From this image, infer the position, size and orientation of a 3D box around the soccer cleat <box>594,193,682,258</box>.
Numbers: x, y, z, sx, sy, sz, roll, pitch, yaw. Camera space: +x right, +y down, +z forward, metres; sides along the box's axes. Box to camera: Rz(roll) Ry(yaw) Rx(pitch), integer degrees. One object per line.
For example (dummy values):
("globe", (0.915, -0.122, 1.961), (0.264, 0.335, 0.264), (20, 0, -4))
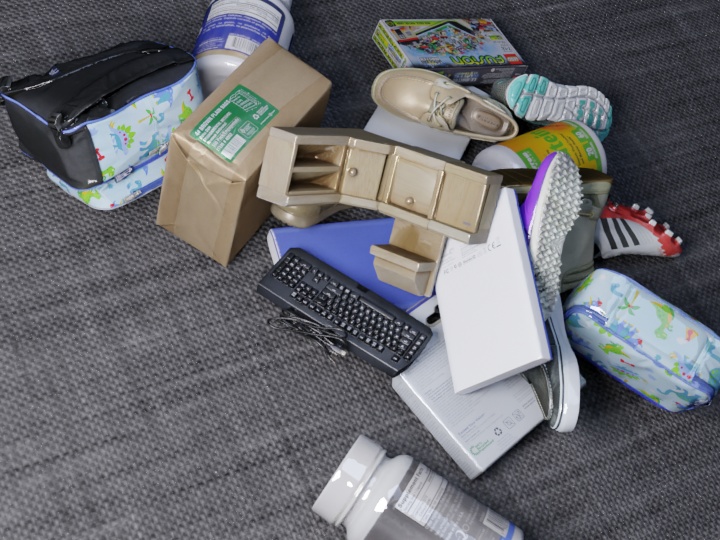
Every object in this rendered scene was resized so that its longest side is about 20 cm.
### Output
("soccer cleat", (0.345, -0.047, 1.519), (0.200, 0.085, 0.069), (19, 28, -34))

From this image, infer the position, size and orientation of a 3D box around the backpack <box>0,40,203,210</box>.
("backpack", (-0.283, -0.175, 1.324), (0.200, 0.147, 0.183), (-34, 43, -28))

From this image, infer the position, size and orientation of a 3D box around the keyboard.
("keyboard", (-0.023, 0.048, 1.288), (0.200, 0.040, 0.104), (30, 63, 15))

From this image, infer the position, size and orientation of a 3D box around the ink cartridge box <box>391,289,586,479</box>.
("ink cartridge box", (0.136, 0.112, 1.348), (0.200, 0.041, 0.200), (-32, 78, -32))

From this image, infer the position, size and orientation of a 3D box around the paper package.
("paper package", (-0.136, -0.137, 1.340), (0.103, 0.191, 0.200), (32, 55, 7))

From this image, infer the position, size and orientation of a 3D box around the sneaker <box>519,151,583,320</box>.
("sneaker", (0.186, -0.044, 1.317), (0.070, 0.099, 0.200), (24, 79, -44))

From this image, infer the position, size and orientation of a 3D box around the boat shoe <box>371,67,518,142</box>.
("boat shoe", (0.113, -0.215, 1.503), (0.200, 0.072, 0.065), (17, 14, -13))

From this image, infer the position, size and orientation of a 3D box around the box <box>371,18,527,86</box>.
("box", (0.127, -0.307, 1.608), (0.200, 0.035, 0.110), (-9, 53, -33))

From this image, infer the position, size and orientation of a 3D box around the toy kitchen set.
("toy kitchen set", (0.015, -0.054, 1.261), (0.200, 0.163, 0.180), (22, 17, 31))

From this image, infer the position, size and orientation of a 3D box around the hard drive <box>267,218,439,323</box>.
("hard drive", (0.000, 0.000, 1.386), (0.200, 0.025, 0.132), (-6, 60, -22))

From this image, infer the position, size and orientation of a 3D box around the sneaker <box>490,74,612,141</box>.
("sneaker", (0.267, -0.234, 1.608), (0.200, 0.091, 0.078), (17, 94, -32))

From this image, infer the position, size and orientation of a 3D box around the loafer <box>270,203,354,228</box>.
("loafer", (-0.036, -0.113, 1.407), (0.076, 0.067, 0.200), (30, 34, 10))

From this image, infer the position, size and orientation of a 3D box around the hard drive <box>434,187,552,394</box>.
("hard drive", (0.141, 0.024, 1.286), (0.025, 0.132, 0.200), (9, 63, -41))

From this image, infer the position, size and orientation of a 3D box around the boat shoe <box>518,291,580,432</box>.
("boat shoe", (0.203, 0.098, 1.325), (0.071, 0.072, 0.200), (2, 51, -12))

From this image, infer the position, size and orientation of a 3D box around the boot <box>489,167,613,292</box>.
("boot", (0.210, -0.046, 1.406), (0.200, 0.155, 0.072), (-4, 23, -20))

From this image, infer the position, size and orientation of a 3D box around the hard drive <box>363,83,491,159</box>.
("hard drive", (0.086, -0.198, 1.554), (0.132, 0.027, 0.200), (28, 53, 1))

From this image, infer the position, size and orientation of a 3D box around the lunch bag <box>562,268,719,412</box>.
("lunch bag", (0.334, 0.089, 1.367), (0.200, 0.161, 0.082), (34, 76, 3))

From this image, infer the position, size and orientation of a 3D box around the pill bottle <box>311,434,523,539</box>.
("pill bottle", (0.057, 0.264, 1.187), (0.200, 0.114, 0.114), (33, 54, 5))

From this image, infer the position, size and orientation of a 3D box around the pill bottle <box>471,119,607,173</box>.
("pill bottle", (0.214, -0.119, 1.491), (0.200, 0.111, 0.111), (-22, 67, -29))

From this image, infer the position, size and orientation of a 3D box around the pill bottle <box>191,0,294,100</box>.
("pill bottle", (-0.150, -0.296, 1.484), (0.120, 0.120, 0.200), (17, 54, -7))
